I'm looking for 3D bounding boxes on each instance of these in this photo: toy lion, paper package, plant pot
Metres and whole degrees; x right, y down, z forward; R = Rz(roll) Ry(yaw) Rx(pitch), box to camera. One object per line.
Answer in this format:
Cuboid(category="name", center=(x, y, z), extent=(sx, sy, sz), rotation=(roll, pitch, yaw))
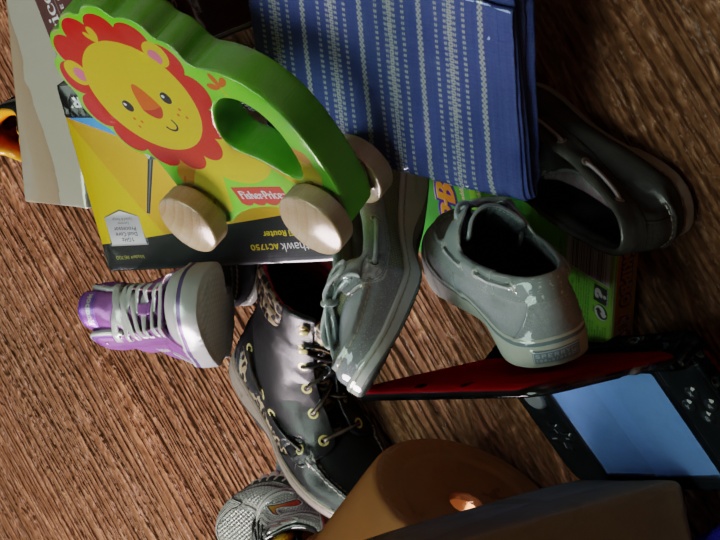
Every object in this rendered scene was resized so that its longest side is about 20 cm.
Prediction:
Cuboid(category="toy lion", center=(-0.100, -0.102, 1.536), extent=(0.199, 0.069, 0.192), rotation=(3, 136, 48))
Cuboid(category="paper package", center=(0.110, 0.237, 1.515), extent=(0.103, 0.199, 0.192), rotation=(-9, 93, 59))
Cuboid(category="plant pot", center=(0.050, 0.211, 1.687), extent=(0.200, 0.199, 0.141), rotation=(41, 125, 33))

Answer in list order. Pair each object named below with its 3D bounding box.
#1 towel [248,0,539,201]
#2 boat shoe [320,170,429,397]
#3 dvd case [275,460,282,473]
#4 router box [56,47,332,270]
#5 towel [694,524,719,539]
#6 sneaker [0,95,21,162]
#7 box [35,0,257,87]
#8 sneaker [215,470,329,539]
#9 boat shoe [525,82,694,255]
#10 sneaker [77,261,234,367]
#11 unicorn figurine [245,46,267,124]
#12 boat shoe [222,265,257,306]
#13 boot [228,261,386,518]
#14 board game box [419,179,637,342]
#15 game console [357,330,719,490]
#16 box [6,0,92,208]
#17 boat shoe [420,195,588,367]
Cuboid(category="towel", center=(0.021, -0.125, 1.496), extent=(0.199, 0.024, 0.145), rotation=(16, 130, 29))
Cuboid(category="boat shoe", center=(0.001, -0.002, 1.553), extent=(0.064, 0.203, 0.075), rotation=(19, 133, -8))
Cuboid(category="dvd case", center=(-0.005, 0.254, 1.937), extent=(0.200, 0.025, 0.151), rotation=(41, 140, 33))
Cuboid(category="router box", center=(-0.106, -0.079, 1.755), extent=(0.199, 0.051, 0.150), rotation=(-3, 114, 29))
Cuboid(category="towel", center=(0.240, 0.235, 1.539), extent=(0.148, 0.049, 0.200), rotation=(60, 148, 7))
Cuboid(category="sneaker", center=(-0.236, -0.107, 1.982), extent=(0.199, 0.077, 0.079), rotation=(9, 117, 51))
Cuboid(category="box", center=(-0.115, -0.235, 1.630), extent=(0.200, 0.164, 0.167), rotation=(-11, 103, 57))
Cuboid(category="sneaker", center=(-0.054, 0.203, 1.877), extent=(0.200, 0.082, 0.078), rotation=(-1, 105, 53))
Cuboid(category="boat shoe", center=(0.117, -0.065, 1.507), extent=(0.200, 0.057, 0.067), rotation=(31, 135, 42))
Cuboid(category="sneaker", center=(-0.153, 0.035, 1.786), extent=(0.201, 0.114, 0.073), rotation=(92, -178, -81))
Cuboid(category="unicorn figurine", center=(-0.018, -0.116, 1.633), extent=(0.200, 0.137, 0.074), rotation=(73, 174, -53))
Cuboid(category="boat shoe", center=(-0.113, -0.055, 1.850), extent=(0.074, 0.060, 0.201), rotation=(34, 137, 40))
Cuboid(category="boot", center=(-0.026, 0.083, 1.807), extent=(0.200, 0.073, 0.151), rotation=(53, 149, 31))
Cuboid(category="board game box", center=(0.100, -0.020, 1.592), extent=(0.200, 0.030, 0.096), rotation=(31, 135, 38))
Cuboid(category="game console", center=(0.128, 0.101, 1.508), extent=(0.173, 0.119, 0.200), rotation=(54, 152, -19))
Cuboid(category="box", center=(-0.204, -0.154, 1.846), extent=(0.077, 0.095, 0.201), rotation=(7, 104, 43))
Cuboid(category="boat shoe", center=(0.087, -0.009, 1.498), extent=(0.201, 0.070, 0.072), rotation=(-130, 29, -63))
